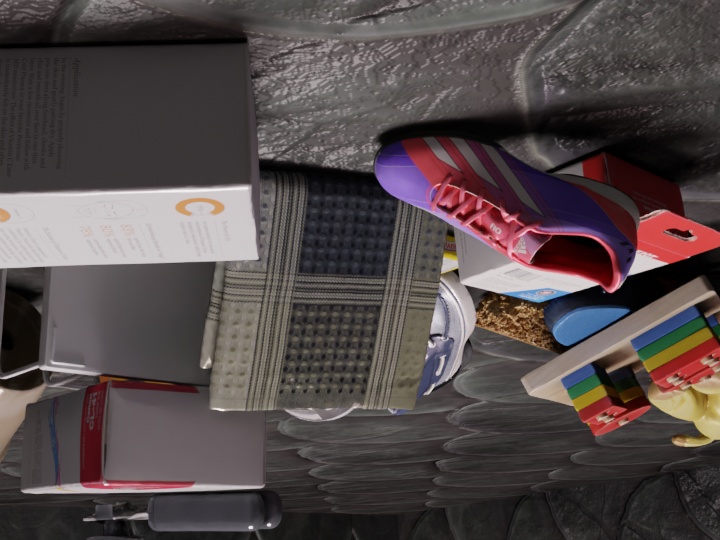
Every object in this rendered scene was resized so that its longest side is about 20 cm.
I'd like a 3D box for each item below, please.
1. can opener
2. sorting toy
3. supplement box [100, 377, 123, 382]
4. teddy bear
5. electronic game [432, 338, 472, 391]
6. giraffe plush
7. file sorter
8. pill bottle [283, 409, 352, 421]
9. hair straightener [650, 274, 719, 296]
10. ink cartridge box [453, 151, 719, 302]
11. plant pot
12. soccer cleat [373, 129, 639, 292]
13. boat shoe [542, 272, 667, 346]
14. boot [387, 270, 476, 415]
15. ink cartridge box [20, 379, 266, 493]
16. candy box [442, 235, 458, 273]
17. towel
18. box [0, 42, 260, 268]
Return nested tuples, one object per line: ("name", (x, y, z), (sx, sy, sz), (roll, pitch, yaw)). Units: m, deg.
("can opener", (-0.161, 0.230, 0.903), (0.199, 0.067, 0.053), (-8, 168, 29))
("sorting toy", (0.289, 0.100, 1.046), (0.199, 0.070, 0.199), (-33, 158, 16))
("supplement box", (-0.210, 0.109, 1.217), (0.199, 0.067, 0.069), (-8, 161, 14))
("teddy bear", (0.198, 0.051, 1.104), (0.199, 0.067, 0.145), (19, 176, -28))
("electronic game", (0.037, 0.113, 1.231), (0.199, 0.042, 0.200), (-8, 153, -4))
("giraffe plush", (0.435, 0.106, 1.209), (0.171, 0.163, 0.200), (-3, 142, 23))
("file sorter", (-0.200, 0.034, 0.884), (0.199, 0.140, 0.124), (13, 159, -40))
("pill bottle", (-0.049, 0.091, 1.042), (0.112, 0.114, 0.200), (-5, 164, 5))
("hair straightener", (0.350, 0.022, 1.120), (0.199, 0.041, 0.077), (-15, 159, 18))
("ink cartridge box", (0.189, -0.036, 0.854), (0.116, 0.068, 0.199), (13, 155, -42))
("plant pot", (-0.401, 0.107, 1.025), (0.173, 0.201, 0.200), (-33, 149, 26))
("soccer cleat", (0.102, -0.043, 0.732), (0.199, 0.073, 0.068), (18, 136, 0))
("boat shoe", (0.234, 0.030, 1.016), (0.084, 0.069, 0.199), (-38, 156, 30))
("boot", (0.062, 0.078, 1.060), (0.090, 0.073, 0.201), (-40, 152, -23))
("ink cartridge box", (-0.191, 0.149, 0.886), (0.147, 0.086, 0.200), (8, 166, -36))
("candy box", (0.000, 0.000, 0.991), (0.102, 0.027, 0.199), (11, 157, -44))
("towel", (-0.028, 0.021, 0.832), (0.191, 0.201, 0.035), (3, -165, -24))
("box", (-0.165, -0.068, 0.645), (0.199, 0.098, 0.124), (-2, 161, -4))
